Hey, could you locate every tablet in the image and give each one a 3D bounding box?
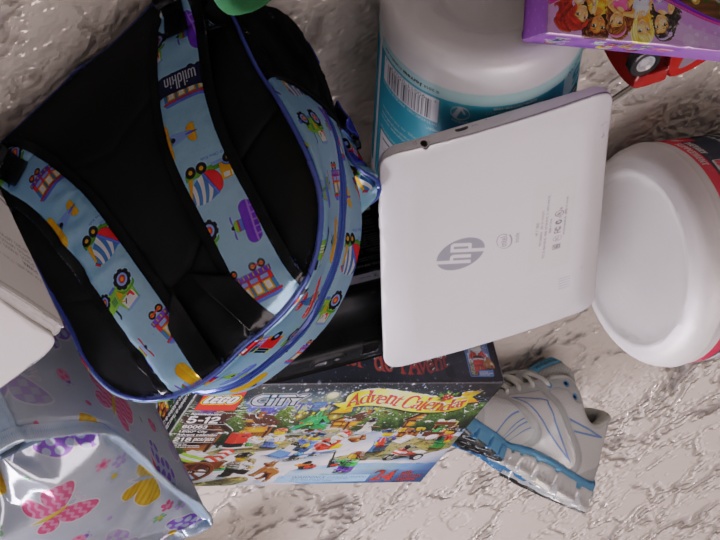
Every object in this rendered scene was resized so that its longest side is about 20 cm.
[{"bbox_3d":[0.072,-0.019,1.509,0.130,0.014,0.200,-17,145,-10],"label":"tablet"}]

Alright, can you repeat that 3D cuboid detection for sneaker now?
[{"bbox_3d":[0.100,0.091,1.855,0.200,0.075,0.087,31,82,-47],"label":"sneaker"}]

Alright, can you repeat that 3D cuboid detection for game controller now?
[{"bbox_3d":[0.000,0.000,1.598,0.200,0.104,0.042,-13,149,-24],"label":"game controller"}]

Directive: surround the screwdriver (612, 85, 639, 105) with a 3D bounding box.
[{"bbox_3d":[0.173,-0.112,1.648,0.200,0.028,0.029,-39,119,9],"label":"screwdriver"}]

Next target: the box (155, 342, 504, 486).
[{"bbox_3d":[-0.030,0.086,1.702,0.200,0.038,0.137,1,150,-24],"label":"box"}]

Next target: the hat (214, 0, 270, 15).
[{"bbox_3d":[-0.107,-0.220,1.292,0.200,0.176,0.166,-57,160,-33],"label":"hat"}]

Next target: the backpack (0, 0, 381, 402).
[{"bbox_3d":[-0.076,-0.026,1.412,0.183,0.200,0.135,-41,146,16],"label":"backpack"}]

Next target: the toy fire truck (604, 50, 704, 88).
[{"bbox_3d":[0.211,-0.196,1.546,0.141,0.049,0.200,-18,146,-17],"label":"toy fire truck"}]

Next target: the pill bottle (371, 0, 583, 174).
[{"bbox_3d":[0.062,-0.090,1.518,0.111,0.111,0.200,-19,147,-16],"label":"pill bottle"}]

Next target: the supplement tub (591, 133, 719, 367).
[{"bbox_3d":[0.252,-0.020,1.736,0.200,0.140,0.140,-9,142,-30],"label":"supplement tub"}]

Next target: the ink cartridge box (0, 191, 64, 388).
[{"bbox_3d":[-0.246,-0.015,1.292,0.146,0.200,0.085,-36,147,10],"label":"ink cartridge box"}]

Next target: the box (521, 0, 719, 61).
[{"bbox_3d":[0.185,-0.178,1.428,0.200,0.137,0.039,4,177,-17],"label":"box"}]

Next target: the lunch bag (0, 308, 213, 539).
[{"bbox_3d":[-0.190,0.071,1.484,0.127,0.170,0.200,-33,151,0],"label":"lunch bag"}]
